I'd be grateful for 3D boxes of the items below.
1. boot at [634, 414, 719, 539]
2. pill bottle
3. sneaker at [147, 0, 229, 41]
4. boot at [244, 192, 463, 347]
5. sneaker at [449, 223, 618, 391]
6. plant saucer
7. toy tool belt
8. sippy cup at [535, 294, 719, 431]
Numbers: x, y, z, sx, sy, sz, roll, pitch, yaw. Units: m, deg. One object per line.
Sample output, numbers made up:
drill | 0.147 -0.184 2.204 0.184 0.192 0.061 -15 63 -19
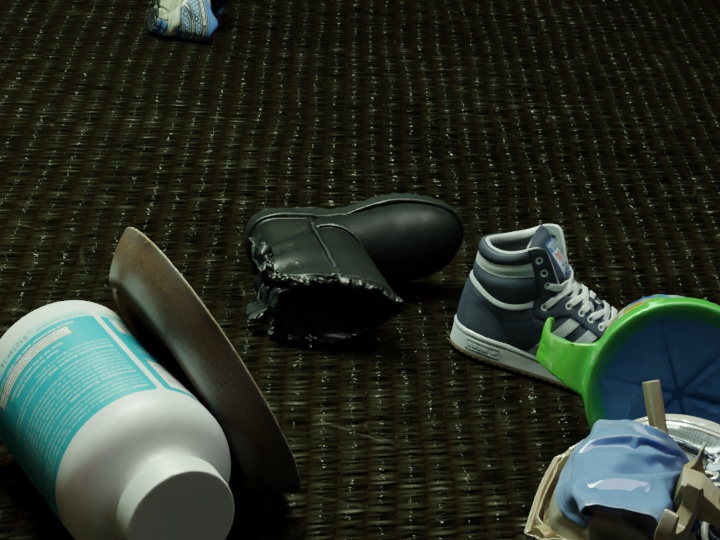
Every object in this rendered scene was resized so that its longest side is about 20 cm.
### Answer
boot | 0.244 0.156 1.422 0.199 0.073 0.090 23 16 27
pill bottle | -0.150 0.106 1.313 0.110 0.112 0.200 -2 25 -30
sneaker | -0.180 -0.323 2.390 0.084 0.077 0.201 19 48 -12
boot | 0.001 -0.001 1.706 0.196 0.074 0.163 -2 21 -11
sneaker | 0.173 0.032 1.655 0.198 0.109 0.070 15 22 10
plant saucer | -0.106 0.065 1.374 0.032 0.201 0.200 -33 36 -12
toy tool belt | 0.167 0.154 1.329 0.124 0.124 0.200 12 22 4
sippy cup | 0.225 0.076 1.561 0.178 0.139 0.130 49 8 -7
